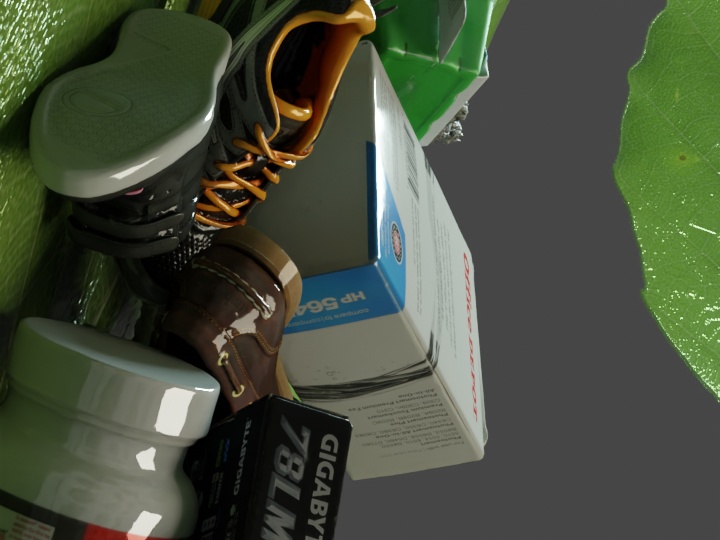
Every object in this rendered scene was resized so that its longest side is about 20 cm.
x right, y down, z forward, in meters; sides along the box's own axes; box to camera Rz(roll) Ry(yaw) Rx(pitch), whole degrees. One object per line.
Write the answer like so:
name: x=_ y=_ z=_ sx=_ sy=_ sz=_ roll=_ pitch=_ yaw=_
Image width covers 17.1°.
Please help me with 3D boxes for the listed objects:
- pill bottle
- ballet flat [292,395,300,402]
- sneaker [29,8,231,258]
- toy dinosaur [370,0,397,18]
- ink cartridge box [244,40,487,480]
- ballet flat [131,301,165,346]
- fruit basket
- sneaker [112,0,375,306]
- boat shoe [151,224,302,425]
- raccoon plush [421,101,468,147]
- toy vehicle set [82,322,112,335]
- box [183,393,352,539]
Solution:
pill bottle: x=-0.139 y=0.130 z=1.062 sx=0.116 sy=0.115 sz=0.201 roll=-22 pitch=132 yaw=-83
ballet flat: x=-0.078 y=0.159 z=1.304 sx=0.201 sy=0.068 sz=0.068 roll=-64 pitch=158 yaw=-6
sneaker: x=-0.101 y=-0.041 z=1.046 sx=0.200 sy=0.070 sz=0.100 roll=-68 pitch=171 yaw=-67
toy dinosaur: x=-0.037 y=-0.153 z=1.258 sx=0.182 sy=0.105 sz=0.200 roll=-51 pitch=-176 yaw=-3
ink cartridge box: x=0.000 y=0.000 z=1.286 sx=0.200 sy=0.084 sz=0.147 roll=62 pitch=21 yaw=-51
ballet flat: x=-0.094 y=-0.011 z=1.365 sx=0.072 sy=0.071 sz=0.201 roll=-47 pitch=158 yaw=-77
fruit basket: x=0.017 y=-0.167 z=1.372 sx=0.185 sy=0.093 sz=0.201 roll=-48 pitch=-149 yaw=47
sneaker: x=-0.059 y=-0.068 z=1.151 sx=0.078 sy=0.077 sz=0.201 roll=9 pitch=113 yaw=-45
boat shoe: x=-0.075 y=0.052 z=1.175 sx=0.070 sy=0.070 sz=0.200 roll=-55 pitch=166 yaw=-27
raccoon plush: x=0.026 y=-0.172 z=1.515 sx=0.097 sy=0.133 sz=0.201 roll=-24 pitch=134 yaw=-81
toy vehicle set: x=-0.127 y=0.111 z=1.265 sx=0.125 sy=0.026 sz=0.200 roll=-64 pitch=160 yaw=-7
box: x=-0.080 y=0.176 z=1.104 sx=0.198 sy=0.049 sz=0.201 roll=-34 pitch=-137 yaw=58
